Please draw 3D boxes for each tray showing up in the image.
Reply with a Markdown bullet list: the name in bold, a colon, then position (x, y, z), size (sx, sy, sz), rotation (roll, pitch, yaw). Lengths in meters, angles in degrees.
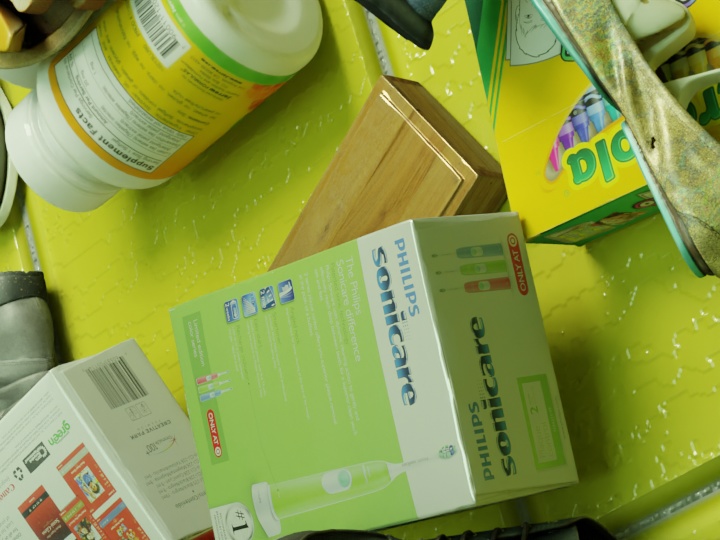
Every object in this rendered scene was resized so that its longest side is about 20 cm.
- **tray**: position (0.000, 0.000, 1.358), size (0.099, 0.037, 0.201), rotation (48, 119, 36)

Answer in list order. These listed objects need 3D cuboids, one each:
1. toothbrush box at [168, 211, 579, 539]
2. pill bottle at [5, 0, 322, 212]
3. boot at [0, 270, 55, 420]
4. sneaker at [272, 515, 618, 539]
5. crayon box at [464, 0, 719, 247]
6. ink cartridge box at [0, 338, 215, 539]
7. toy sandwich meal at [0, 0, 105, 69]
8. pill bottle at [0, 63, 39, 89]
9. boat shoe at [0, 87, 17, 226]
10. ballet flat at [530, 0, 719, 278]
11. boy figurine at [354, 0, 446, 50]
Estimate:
- **toothbrush box**: position (0.003, 0.065, 1.259), size (0.199, 0.086, 0.147), rotation (-21, 79, 46)
- **pill bottle**: position (-0.125, -0.119, 1.440), size (0.200, 0.111, 0.112), rotation (-36, 62, 36)
- **boot**: position (-0.263, 0.095, 1.585), size (0.200, 0.070, 0.132), rotation (-33, 69, 42)
- **sneaker**: position (0.047, 0.150, 1.185), size (0.106, 0.199, 0.075), rotation (-38, 50, 34)
- **crayon box**: position (0.150, -0.126, 1.209), size (0.199, 0.058, 0.174), rotation (-26, 68, 40)
- **ink cartridge box**: position (-0.170, 0.174, 1.456), size (0.200, 0.084, 0.176), rotation (-42, 78, 33)
- **toy sandwich meal**: position (-0.213, -0.211, 1.408), size (0.204, 0.070, 0.207), rotation (-2, 88, 41)
- **pill bottle**: position (-0.177, -0.217, 1.499), size (0.200, 0.113, 0.114), rotation (-51, 54, 27)
- **boat shoe**: position (-0.281, -0.122, 1.626), size (0.072, 0.060, 0.203), rotation (-27, 67, 39)
- **ballet flat**: position (0.143, -0.088, 1.137), size (0.071, 0.070, 0.201), rotation (-45, 60, 31)
- **boy figurine**: position (0.072, -0.205, 1.206), size (0.200, 0.064, 0.124), rotation (-52, 19, 5)
